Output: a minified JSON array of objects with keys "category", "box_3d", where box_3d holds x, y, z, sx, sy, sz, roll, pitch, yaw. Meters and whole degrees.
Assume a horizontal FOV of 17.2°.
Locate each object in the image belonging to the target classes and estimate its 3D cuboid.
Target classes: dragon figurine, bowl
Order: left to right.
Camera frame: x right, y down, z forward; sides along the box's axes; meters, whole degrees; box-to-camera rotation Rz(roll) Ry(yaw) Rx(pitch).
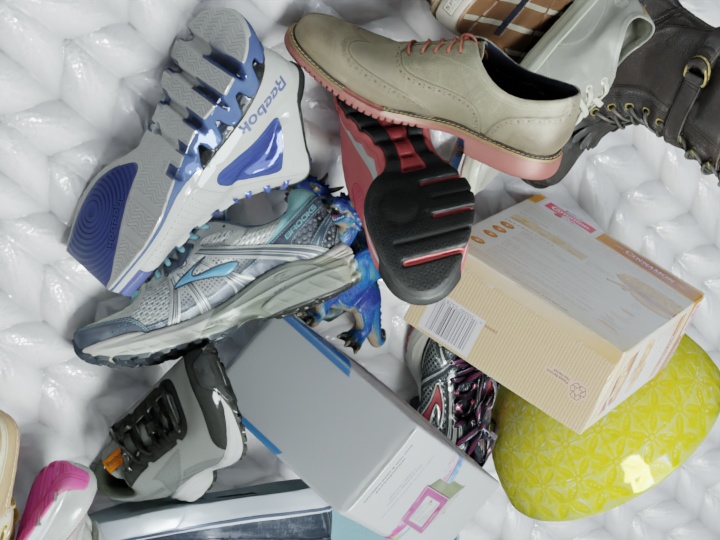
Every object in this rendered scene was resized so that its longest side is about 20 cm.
[{"category":"dragon figurine","box_3d":[0.000,0.000,1.709,0.099,0.059,0.200,-50,141,5]},{"category":"bowl","box_3d":[0.176,0.092,1.879,0.200,0.200,0.108,-38,114,-11]}]

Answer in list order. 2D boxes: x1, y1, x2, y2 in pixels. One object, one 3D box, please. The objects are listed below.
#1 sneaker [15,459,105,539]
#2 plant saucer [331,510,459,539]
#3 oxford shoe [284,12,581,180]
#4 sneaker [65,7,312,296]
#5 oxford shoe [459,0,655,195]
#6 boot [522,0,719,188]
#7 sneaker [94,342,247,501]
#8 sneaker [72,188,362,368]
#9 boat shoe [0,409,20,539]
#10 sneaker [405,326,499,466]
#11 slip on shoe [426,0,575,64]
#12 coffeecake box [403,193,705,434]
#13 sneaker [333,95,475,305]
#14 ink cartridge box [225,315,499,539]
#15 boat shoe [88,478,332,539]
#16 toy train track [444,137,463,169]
[{"category":"sneaker","box_3d":[-0.200,0.211,1.660,0.088,0.081,0.200,15,132,-3]},{"category":"plant saucer","box_3d":[-0.002,0.208,1.909,0.200,0.019,0.070,-12,106,-36]},{"category":"oxford shoe","box_3d":[0.050,-0.133,1.556,0.200,0.070,0.075,22,127,-4]},{"category":"sneaker","box_3d":[-0.093,-0.064,1.543,0.115,0.081,0.199,21,107,-45]},{"category":"oxford shoe","box_3d":[0.138,-0.125,1.654,0.200,0.058,0.075,-49,168,-21]},{"category":"boot","box_3d":[0.210,-0.111,1.714,0.069,0.174,0.200,7,118,-46]},{"category":"sneaker","box_3d":[-0.131,0.114,1.634,0.079,0.074,0.200,-11,158,-24]},{"category":"sneaker","box_3d":[-0.105,0.006,1.616,0.200,0.086,0.078,-20,174,-4]},{"category":"boat shoe","box_3d":[-0.268,0.171,1.608,0.069,0.074,0.200,-12,132,-53]},{"category":"sneaker","box_3d":[0.080,0.101,1.851,0.081,0.075,0.200,-10,129,-21]},{"category":"slip on shoe","box_3d":[0.088,-0.186,1.630,0.076,0.061,0.200,-50,161,15]},{"category":"coffeecake box","box_3d":[0.145,0.026,1.739,0.200,0.153,0.073,-25,145,-63]},{"category":"sneaker","box_3d":[0.030,-0.047,1.594,0.074,0.200,0.087,-8,142,-8]},{"category":"ink cartridge box","box_3d":[-0.001,0.122,1.717,0.085,0.145,0.200,-49,154,-1]},{"category":"boat shoe","box_3d":[-0.106,0.209,1.741,0.200,0.071,0.091,-5,93,-28]},{"category":"toy train track","box_3d":[0.054,-0.078,1.672,0.200,0.033,0.115,108,0,-49]}]
